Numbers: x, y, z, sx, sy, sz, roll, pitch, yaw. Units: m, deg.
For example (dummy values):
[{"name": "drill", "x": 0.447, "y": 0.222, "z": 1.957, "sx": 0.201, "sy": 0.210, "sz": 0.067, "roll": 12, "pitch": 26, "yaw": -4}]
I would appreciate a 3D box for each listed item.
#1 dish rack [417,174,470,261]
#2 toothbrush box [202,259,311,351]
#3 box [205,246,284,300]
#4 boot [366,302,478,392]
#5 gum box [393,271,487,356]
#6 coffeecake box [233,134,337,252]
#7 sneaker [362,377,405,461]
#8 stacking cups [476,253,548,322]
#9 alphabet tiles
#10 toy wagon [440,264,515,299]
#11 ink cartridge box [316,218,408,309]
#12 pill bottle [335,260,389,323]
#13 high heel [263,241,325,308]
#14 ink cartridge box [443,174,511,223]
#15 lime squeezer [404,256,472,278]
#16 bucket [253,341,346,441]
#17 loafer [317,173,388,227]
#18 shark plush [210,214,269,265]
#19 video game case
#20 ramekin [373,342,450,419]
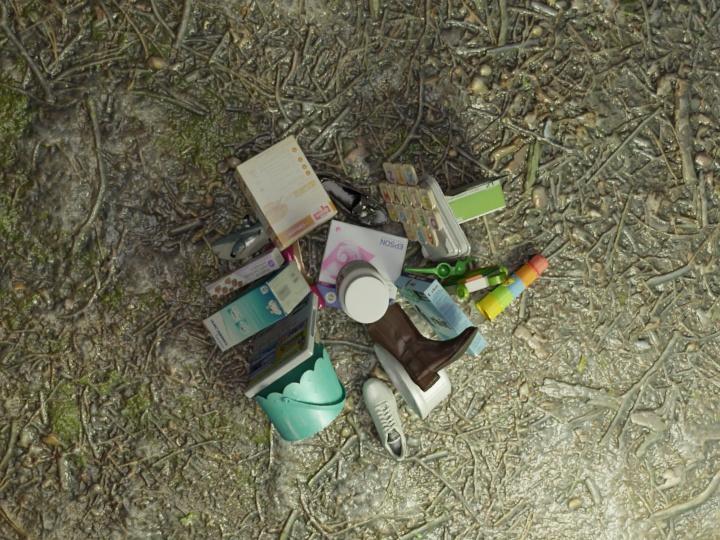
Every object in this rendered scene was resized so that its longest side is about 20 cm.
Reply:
[{"name": "dish rack", "x": 0.156, "y": -0.108, "z": 1.464, "sx": 0.043, "sy": 0.171, "sz": 0.204, "roll": -31, "pitch": 97, "yaw": -21}, {"name": "toothbrush box", "x": -0.226, "y": 0.077, "z": 1.417, "sx": 0.197, "sy": 0.147, "sz": 0.087, "roll": -30, "pitch": 98, "yaw": 27}, {"name": "box", "x": -0.263, "y": 0.008, "z": 1.456, "sx": 0.196, "sy": 0.042, "sz": 0.039, "roll": -25, "pitch": 107, "yaw": 22}, {"name": "boot", "x": 0.129, "y": 0.126, "z": 1.380, "sx": 0.186, "sy": 0.064, "sz": 0.200, "roll": -43, "pitch": 67, "yaw": -3}, {"name": "gum box", "x": 0.180, "y": 0.096, "z": 1.469, "sx": 0.045, "sy": 0.169, "sz": 0.201, "roll": -44, "pitch": 108, "yaw": -11}, {"name": "coffeecake box", "x": -0.169, "y": -0.172, "z": 1.444, "sx": 0.152, "sy": 0.073, "sz": 0.203, "roll": -32, "pitch": 92, "yaw": -19}, {"name": "sneaker", "x": 0.063, "y": 0.356, "z": 1.544, "sx": 0.075, "sy": 0.081, "sz": 0.205, "roll": -23, "pitch": 96, "yaw": -2}, {"name": "stacking cups", "x": 0.371, "y": 0.036, "z": 1.566, "sx": 0.199, "sy": 0.060, "sz": 0.061, "roll": -42, "pitch": 98, "yaw": -6}, {"name": "alphabet tiles", "x": 0.110, "y": -0.147, "z": 1.439, "sx": 0.014, "sy": 0.198, "sz": 0.200, "roll": -31, "pitch": 115, "yaw": -22}, {"name": "toy wagon", "x": 0.271, "y": 0.023, "z": 1.474, "sx": 0.153, "sy": 0.198, "sz": 0.041, "roll": -23, "pitch": 94, "yaw": -34}, {"name": "ink cartridge box", "x": 0.000, "y": 0.000, "z": 1.524, "sx": 0.190, "sy": 0.043, "sz": 0.207, "roll": 12, "pitch": 92, "yaw": -8}, {"name": "pill bottle", "x": 0.004, "y": 0.046, "z": 1.408, "sx": 0.109, "sy": 0.200, "sz": 0.117, "roll": -1, "pitch": 98, "yaw": -5}, {"name": "high heel", "x": -0.131, "y": -0.009, "z": 1.489, "sx": 0.096, "sy": 0.067, "sz": 0.201, "roll": -44, "pitch": 80, "yaw": 10}, {"name": "ink cartridge box", "x": 0.257, "y": -0.156, "z": 1.457, "sx": 0.144, "sy": 0.200, "sz": 0.078, "roll": -19, "pitch": 97, "yaw": -4}, {"name": "lime squeezer", "x": 0.200, "y": -0.010, "z": 1.492, "sx": 0.195, "sy": 0.071, "sz": 0.039, "roll": -10, "pitch": 126, "yaw": -28}, {"name": "bucket", "x": -0.136, "y": 0.275, "z": 1.457, "sx": 0.203, "sy": 0.207, "sz": 0.137, "roll": -29, "pitch": 106, "yaw": -3}, {"name": "loafer", "x": -0.020, "y": -0.159, "z": 1.494, "sx": 0.196, "sy": 0.063, "sz": 0.073, "roll": 29, "pitch": 90, "yaw": -8}, {"name": "shark plush", "x": -0.253, "y": -0.096, "z": 1.476, "sx": 0.200, "sy": 0.091, "sz": 0.083, "roll": -46, "pitch": 68, "yaw": 4}, {"name": "video game case", "x": -0.173, "y": 0.163, "z": 1.418, "sx": 0.198, "sy": 0.185, "sz": 0.022, "roll": -36, "pitch": 119, "yaw": 25}, {"name": "ramekin", "x": 0.123, "y": 0.230, "z": 1.484, "sx": 0.096, "sy": 0.200, "sz": 0.204, "roll": -32, "pitch": 98, "yaw": -9}]
